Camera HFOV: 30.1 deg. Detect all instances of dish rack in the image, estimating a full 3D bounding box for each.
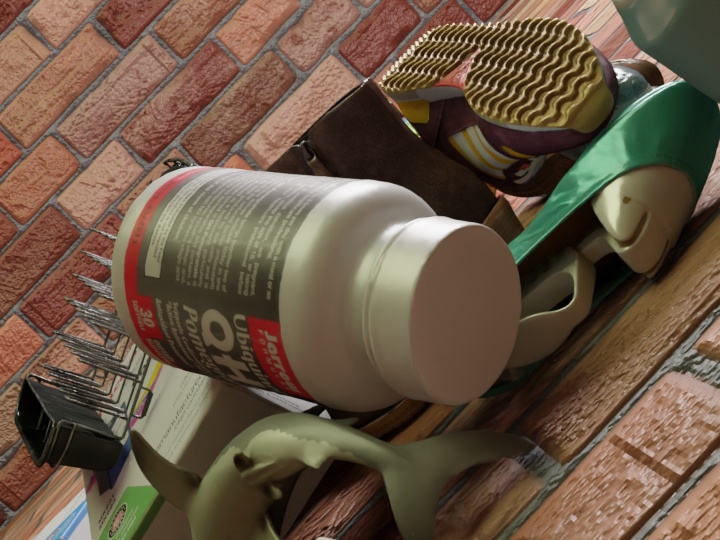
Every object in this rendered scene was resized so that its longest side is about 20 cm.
[{"bbox_3d":[-0.155,0.021,0.844,0.153,0.054,0.201,17,87,68],"label":"dish rack"}]

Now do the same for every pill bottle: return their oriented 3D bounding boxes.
[{"bbox_3d":[-0.023,0.008,0.661,0.199,0.111,0.111,8,47,43],"label":"pill bottle"}]

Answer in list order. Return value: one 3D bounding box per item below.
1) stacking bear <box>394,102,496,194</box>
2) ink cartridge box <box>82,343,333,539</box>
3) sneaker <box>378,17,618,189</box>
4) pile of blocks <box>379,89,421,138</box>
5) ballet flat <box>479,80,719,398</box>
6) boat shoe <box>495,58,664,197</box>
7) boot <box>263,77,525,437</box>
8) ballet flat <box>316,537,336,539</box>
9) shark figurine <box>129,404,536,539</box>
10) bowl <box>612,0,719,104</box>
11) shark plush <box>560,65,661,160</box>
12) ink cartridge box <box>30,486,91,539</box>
[{"bbox_3d":[0.058,-0.060,1.086,0.114,0.121,0.200,-58,12,25],"label":"stacking bear"},{"bbox_3d":[-0.101,0.105,0.832,0.146,0.087,0.200,-58,21,9],"label":"ink cartridge box"},{"bbox_3d":[0.092,-0.088,0.759,0.075,0.090,0.200,-47,28,-7],"label":"sneaker"},{"bbox_3d":[0.038,-0.040,0.867,0.062,0.201,0.082,-41,51,-15],"label":"pile of blocks"},{"bbox_3d":[0.114,-0.006,0.668,0.200,0.067,0.071,-44,32,14],"label":"ballet flat"},{"bbox_3d":[0.150,-0.104,0.967,0.075,0.075,0.202,-34,9,-21],"label":"boat shoe"},{"bbox_3d":[0.000,0.000,0.810,0.200,0.166,0.072,-43,7,30],"label":"boot"},{"bbox_3d":[0.024,0.130,0.421,0.069,0.069,0.200,-45,11,3],"label":"ballet flat"},{"bbox_3d":[-0.025,0.092,0.656,0.089,0.128,0.214,-38,1,-44],"label":"shark figurine"},{"bbox_3d":[0.176,-0.160,0.590,0.201,0.104,0.202,-169,90,-85],"label":"bowl"},{"bbox_3d":[0.133,-0.117,0.814,0.091,0.083,0.200,-39,33,10],"label":"shark plush"},{"bbox_3d":[-0.257,0.272,1.122,0.200,0.086,0.147,-42,8,19],"label":"ink cartridge box"}]
